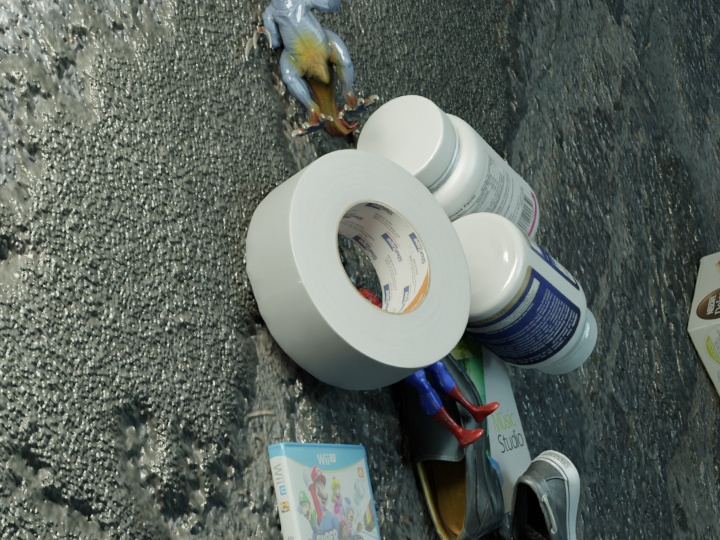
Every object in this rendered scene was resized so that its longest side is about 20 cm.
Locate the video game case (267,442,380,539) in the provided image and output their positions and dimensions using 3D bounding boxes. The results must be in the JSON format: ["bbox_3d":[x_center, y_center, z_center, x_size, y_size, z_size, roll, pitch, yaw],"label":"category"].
[{"bbox_3d":[-0.018,0.243,1.538,0.143,0.018,0.200,12,65,-61],"label":"video game case"}]

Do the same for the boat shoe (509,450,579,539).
[{"bbox_3d":[0.177,0.275,1.823,0.068,0.072,0.200,-32,133,-41],"label":"boat shoe"}]

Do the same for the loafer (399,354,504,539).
[{"bbox_3d":[0.078,0.162,1.724,0.072,0.073,0.200,-31,102,-59],"label":"loafer"}]

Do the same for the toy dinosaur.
[{"bbox_3d":[-0.069,-0.214,1.687,0.182,0.105,0.200,63,-13,7],"label":"toy dinosaur"}]

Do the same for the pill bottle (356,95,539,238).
[{"bbox_3d":[0.086,-0.086,1.833,0.200,0.113,0.113,39,42,-50],"label":"pill bottle"}]

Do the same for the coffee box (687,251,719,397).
[{"bbox_3d":[0.608,0.084,2.686,0.200,0.198,0.200,60,30,-23],"label":"coffee box"}]

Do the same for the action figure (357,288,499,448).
[{"bbox_3d":[0.040,0.071,1.670,0.200,0.052,0.065,42,49,-6],"label":"action figure"}]

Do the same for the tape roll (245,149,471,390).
[{"bbox_3d":[0.000,0.000,1.589,0.200,0.066,0.200,20,56,-33],"label":"tape roll"}]

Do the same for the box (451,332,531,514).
[{"bbox_3d":[0.116,0.145,1.847,0.144,0.036,0.200,-6,79,-64],"label":"box"}]

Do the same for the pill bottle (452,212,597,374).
[{"bbox_3d":[0.155,0.031,1.826,0.200,0.111,0.111,37,44,-49],"label":"pill bottle"}]
